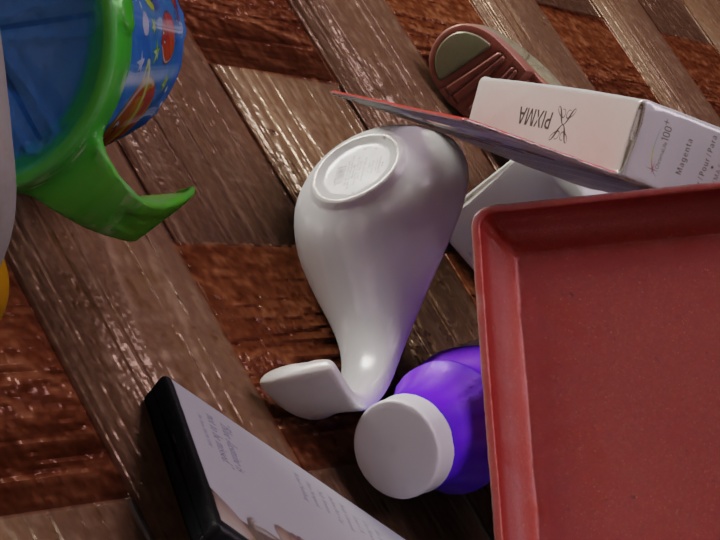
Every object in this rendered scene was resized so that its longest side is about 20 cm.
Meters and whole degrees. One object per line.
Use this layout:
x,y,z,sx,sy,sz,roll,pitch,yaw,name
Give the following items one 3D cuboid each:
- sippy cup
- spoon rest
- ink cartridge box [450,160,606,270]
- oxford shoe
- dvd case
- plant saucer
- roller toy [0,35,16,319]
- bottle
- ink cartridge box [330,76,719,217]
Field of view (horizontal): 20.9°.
-0.141,-0.102,0.842,0.130,0.139,0.179,-20,109,-73,sippy cup
0.000,0.000,0.972,0.061,0.099,0.201,59,32,-35,spoon rest
0.158,0.007,1.190,0.200,0.086,0.148,51,27,1,ink cartridge box
0.132,-0.090,1.297,0.200,0.071,0.074,51,23,3,oxford shoe
0.000,0.128,0.810,0.200,0.018,0.143,37,7,-23,dvd case
0.157,0.061,0.897,0.037,0.199,0.201,56,30,-71,plant saucer
-0.201,-0.045,0.606,0.181,0.201,0.140,-3,47,-14,roller toy
0.069,0.068,0.973,0.200,0.083,0.066,-15,104,-57,bottle
0.097,-0.075,1.000,0.173,0.044,0.200,19,2,-21,ink cartridge box
